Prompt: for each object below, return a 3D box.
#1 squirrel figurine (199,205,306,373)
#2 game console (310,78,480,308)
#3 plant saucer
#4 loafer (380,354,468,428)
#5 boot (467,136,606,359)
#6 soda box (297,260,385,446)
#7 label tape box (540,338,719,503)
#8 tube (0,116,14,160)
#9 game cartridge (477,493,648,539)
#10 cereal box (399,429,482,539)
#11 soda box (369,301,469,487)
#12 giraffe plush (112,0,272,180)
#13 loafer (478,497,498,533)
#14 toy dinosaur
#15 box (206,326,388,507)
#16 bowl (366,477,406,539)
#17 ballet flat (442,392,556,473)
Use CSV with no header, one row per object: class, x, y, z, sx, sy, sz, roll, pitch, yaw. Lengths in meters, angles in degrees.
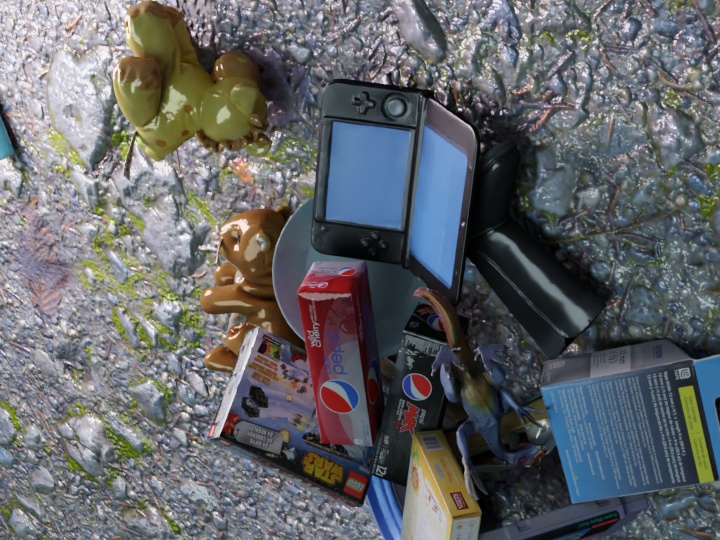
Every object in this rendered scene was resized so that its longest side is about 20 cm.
squirrel figurine,-0.091,0.021,1.778,0.198,0.142,0.189,11,113,18
game console,0.032,-0.081,1.554,0.174,0.117,0.202,8,115,4
plant saucer,0.000,0.000,1.674,0.198,0.039,0.204,0,97,-2
loafer,0.082,0.116,1.723,0.199,0.075,0.070,35,119,4
boot,0.178,-0.022,1.545,0.201,0.065,0.165,51,149,10
soda box,-0.019,0.092,1.619,0.063,0.070,0.202,1,120,16
label tape box,0.301,0.153,1.549,0.198,0.066,0.145,-12,111,14
tube,-0.527,-0.245,2.013,0.077,0.050,0.202,-10,105,35
game cartridge,0.205,0.290,1.618,0.130,0.198,0.039,120,134,-67
cereal box,0.083,0.297,1.617,0.144,0.039,0.202,-116,26,-53
soda box,0.065,0.141,1.654,0.063,0.071,0.202,18,120,9
giraffe plush,-0.179,-0.197,1.684,0.160,0.172,0.203,5,92,11
loafer,0.133,0.301,1.801,0.070,0.068,0.203,-10,107,20
toy dinosaur,0.140,0.132,1.563,0.104,0.202,0.182,-17,147,6
box,-0.065,0.171,1.708,0.199,0.138,0.040,29,157,-22
bowl,0.055,0.281,1.803,0.200,0.039,0.203,161,90,-73
ballet flat,0.179,0.184,1.645,0.198,0.068,0.064,-24,57,25
